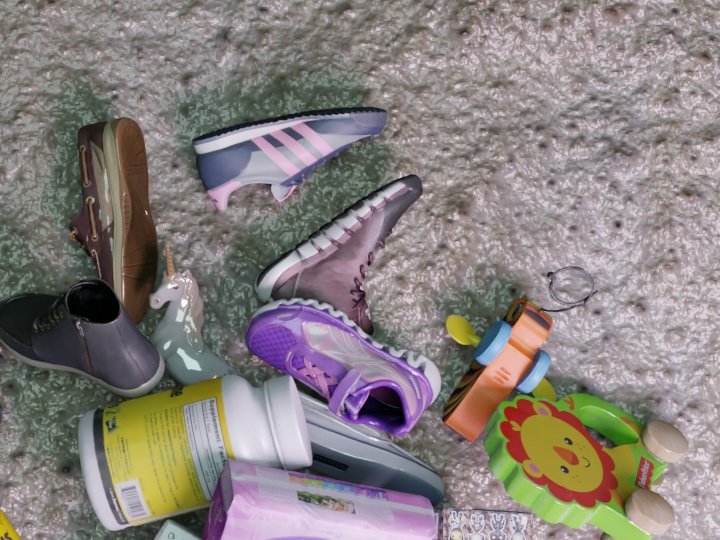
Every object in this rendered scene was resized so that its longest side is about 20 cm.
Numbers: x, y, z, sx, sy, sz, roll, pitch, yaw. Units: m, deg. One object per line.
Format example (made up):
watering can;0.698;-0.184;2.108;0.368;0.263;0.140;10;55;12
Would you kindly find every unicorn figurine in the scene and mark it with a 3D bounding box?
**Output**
unicorn figurine;-0.173;0.089;1.568;0.138;0.074;0.200;-47;110;-9

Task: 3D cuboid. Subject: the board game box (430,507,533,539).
board game box;0.079;0.323;1.511;0.096;0.159;0.203;7;81;-23

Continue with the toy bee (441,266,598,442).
toy bee;0.159;0.077;1.609;0.199;0.109;0.132;-31;102;10

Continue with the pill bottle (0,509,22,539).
pill bottle;-0.380;0.243;1.479;0.112;0.113;0.201;-34;94;-12

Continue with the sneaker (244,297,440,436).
sneaker;-0.019;0.098;1.546;0.198;0.081;0.089;24;35;-5

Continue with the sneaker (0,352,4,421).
sneaker;-0.384;0.062;1.543;0.084;0.074;0.203;-5;91;-15

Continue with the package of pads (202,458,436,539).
package of pads;-0.042;0.247;1.439;0.198;0.076;0.122;12;114;-17

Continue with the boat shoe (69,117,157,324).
boat shoe;-0.247;-0.046;1.582;0.071;0.072;0.203;-4;93;22

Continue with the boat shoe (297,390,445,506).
boat shoe;-0.003;0.167;1.577;0.199;0.074;0.066;26;52;-15

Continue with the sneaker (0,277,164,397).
sneaker;-0.274;0.039;1.501;0.198;0.107;0.075;16;55;29

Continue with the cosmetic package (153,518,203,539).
cosmetic package;-0.116;0.315;1.520;0.199;0.108;0.085;31;79;-1

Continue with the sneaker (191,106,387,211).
sneaker;-0.065;-0.114;1.619;0.198;0.070;0.083;-12;100;-7

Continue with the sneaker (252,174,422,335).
sneaker;0.000;0.000;1.608;0.199;0.076;0.116;-35;93;-1

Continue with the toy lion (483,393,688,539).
toy lion;0.210;0.180;1.551;0.191;0.200;0.069;33;121;1

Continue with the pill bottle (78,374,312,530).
pill bottle;-0.149;0.161;1.481;0.198;0.112;0.114;-14;84;1
